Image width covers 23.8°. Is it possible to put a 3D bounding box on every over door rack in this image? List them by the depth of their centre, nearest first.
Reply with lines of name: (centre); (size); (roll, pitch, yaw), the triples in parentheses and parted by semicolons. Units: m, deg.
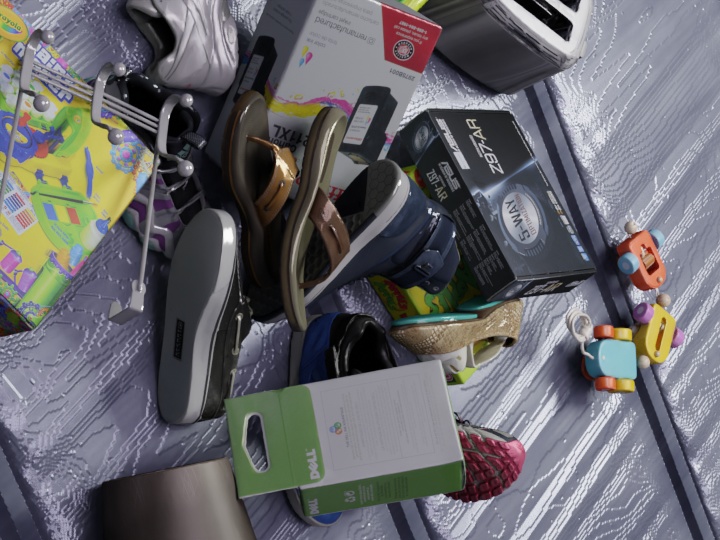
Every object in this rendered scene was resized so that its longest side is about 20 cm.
over door rack: (-0.212, -0.075, 1.347); (0.147, 0.066, 0.202); (23, 68, -33)

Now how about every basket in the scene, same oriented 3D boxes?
basket: (-0.148, 0.269, 1.463); (0.179, 0.136, 0.202); (-8, 84, -26)

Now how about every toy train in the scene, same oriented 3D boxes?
toy train: (0.283, 0.048, 1.885); (0.200, 0.055, 0.151); (-42, 108, -37)

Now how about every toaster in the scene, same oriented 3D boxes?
toaster: (0.146, -0.273, 1.773); (0.199, 0.129, 0.115); (33, 64, -30)

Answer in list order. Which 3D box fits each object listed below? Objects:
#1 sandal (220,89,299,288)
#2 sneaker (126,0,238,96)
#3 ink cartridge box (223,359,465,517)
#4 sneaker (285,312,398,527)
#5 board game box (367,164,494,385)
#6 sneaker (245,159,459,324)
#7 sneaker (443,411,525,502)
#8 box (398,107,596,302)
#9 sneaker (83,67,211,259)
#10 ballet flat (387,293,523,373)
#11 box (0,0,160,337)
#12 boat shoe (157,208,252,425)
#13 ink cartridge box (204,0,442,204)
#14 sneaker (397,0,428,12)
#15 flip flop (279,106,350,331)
sandal: (-0.080, -0.069, 1.499); (0.082, 0.054, 0.202); (-61, 151, -52)
sneaker: (-0.167, -0.261, 1.560); (0.099, 0.078, 0.202); (-3, 85, -34)
ink cartridge box: (-0.014, 0.153, 1.507); (0.198, 0.060, 0.105); (-10, 56, -3)
sneaker: (-0.015, 0.138, 1.596); (0.076, 0.111, 0.202); (11, 77, -36)
board game box: (0.069, 0.006, 1.723); (0.102, 0.047, 0.201); (-44, 110, -34)
sneaker: (0.001, 0.001, 1.612); (0.146, 0.202, 0.077); (34, 23, -47)
sneaker: (0.082, 0.165, 1.612); (0.075, 0.199, 0.081); (-37, 109, -33)
box: (0.140, -0.069, 1.725); (0.160, 0.043, 0.201); (-4, 62, -52)
sneaker: (-0.165, -0.091, 1.492); (0.200, 0.139, 0.078); (50, 57, -21)
ballet flat: (0.098, 0.065, 1.649); (0.199, 0.070, 0.066); (-12, 99, -49)
box: (-0.307, -0.082, 1.392); (0.200, 0.121, 0.193); (48, 58, -22)
boat shoe: (-0.133, 0.040, 1.519); (0.063, 0.071, 0.202); (-3, 114, -40)
ink cartridge box: (-0.035, -0.165, 1.585); (0.145, 0.083, 0.202); (14, 106, -35)
sneaker: (-0.015, -0.243, 1.691); (0.084, 0.074, 0.200); (44, 59, 5)
flip flop: (-0.032, -0.044, 1.512); (0.057, 0.081, 0.202); (13, 85, 4)
